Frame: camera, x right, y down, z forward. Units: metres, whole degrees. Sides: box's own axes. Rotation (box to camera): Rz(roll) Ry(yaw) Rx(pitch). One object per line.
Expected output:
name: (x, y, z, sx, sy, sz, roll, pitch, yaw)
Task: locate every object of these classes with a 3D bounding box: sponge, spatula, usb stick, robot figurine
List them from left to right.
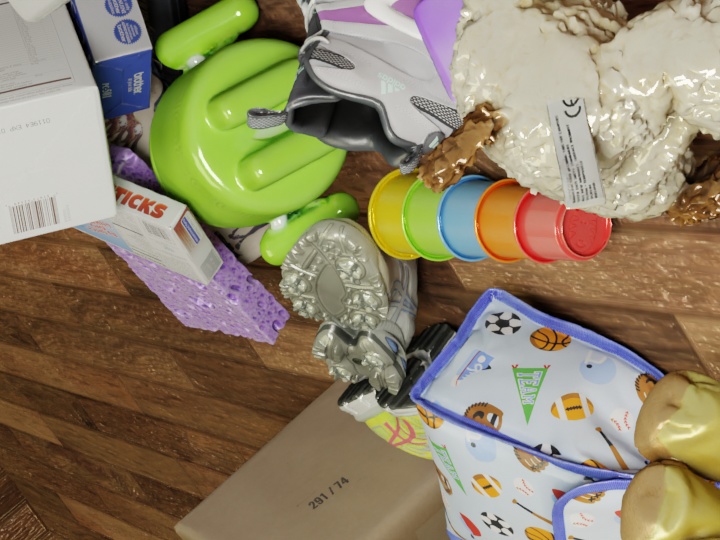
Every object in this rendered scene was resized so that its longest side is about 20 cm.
usb stick: (-0.148, -0.185, 1.588, 0.055, 0.033, 0.200, 41, 158, 20)
sponge: (-0.145, -0.021, 1.602, 0.111, 0.030, 0.200, 11, 151, 47)
robot figurine: (-0.077, -0.089, 1.475, 0.176, 0.115, 0.200, 60, 163, -5)
spatula: (0.028, -0.188, 1.183, 0.201, 0.056, 0.021, 60, -165, -8)

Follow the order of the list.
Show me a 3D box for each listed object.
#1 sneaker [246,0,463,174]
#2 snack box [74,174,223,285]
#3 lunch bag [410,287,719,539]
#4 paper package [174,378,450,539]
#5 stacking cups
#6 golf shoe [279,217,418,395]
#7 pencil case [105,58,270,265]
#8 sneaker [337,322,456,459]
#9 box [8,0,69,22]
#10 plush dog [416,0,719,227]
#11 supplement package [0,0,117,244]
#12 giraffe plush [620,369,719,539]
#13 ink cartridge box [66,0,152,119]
sneaker: (-0.021, -0.131, 1.242, 0.200, 0.140, 0.078, 39, 159, 27)
snack box: (-0.187, -0.048, 1.523, 0.199, 0.024, 0.072, 22, 159, 31)
lunch bag: (0.145, 0.132, 1.401, 0.199, 0.124, 0.170, 23, 150, 27)
paper package: (-0.014, 0.203, 1.748, 0.190, 0.200, 0.104, 25, 149, 50)
stacking cups: (0.078, -0.026, 1.339, 0.200, 0.060, 0.061, 12, 138, 59)
golf shoe: (0.000, 0.000, 1.496, 0.078, 0.098, 0.200, 16, 156, 14)
pencil case: (-0.134, -0.085, 1.614, 0.077, 0.090, 0.200, -2, 141, 43)
sneaker: (0.056, 0.097, 1.612, 0.090, 0.078, 0.200, 43, 166, -9)
box: (-0.158, -0.277, 1.233, 0.200, 0.171, 0.199, 53, 160, -10)
plush dog: (0.111, -0.078, 1.080, 0.200, 0.161, 0.172, 39, -179, 27)
supplement package: (-0.242, -0.125, 1.467, 0.200, 0.113, 0.110, -115, 16, -46)
giraffe plush: (0.252, 0.147, 1.187, 0.199, 0.173, 0.162, -1, 149, 21)
ink cartridge box: (-0.190, -0.212, 1.501, 0.094, 0.044, 0.201, 108, 144, -68)
